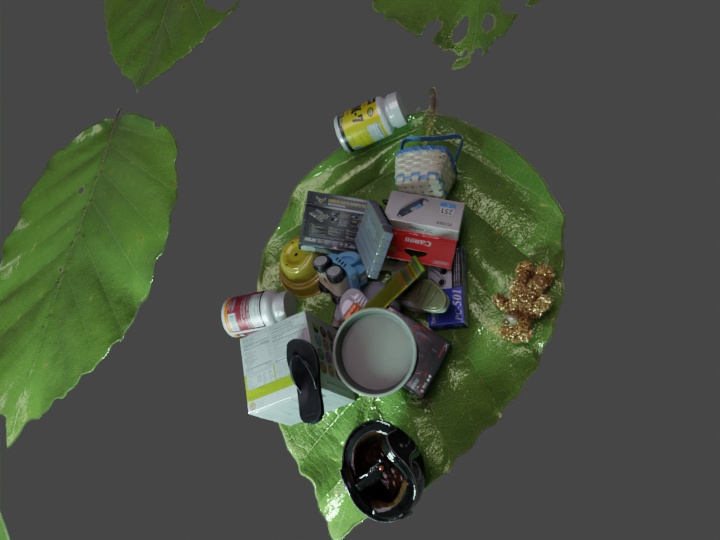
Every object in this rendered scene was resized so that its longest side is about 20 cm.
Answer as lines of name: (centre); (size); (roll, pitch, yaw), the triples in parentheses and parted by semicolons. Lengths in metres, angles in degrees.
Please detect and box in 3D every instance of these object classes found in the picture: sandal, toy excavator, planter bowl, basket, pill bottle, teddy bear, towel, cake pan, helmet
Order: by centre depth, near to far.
helmet: (0.050, 0.439, 1.355); (0.196, 0.191, 0.205); (0, 96, 3)
sandal: (-0.124, 0.241, 1.374); (0.075, 0.043, 0.203); (-26, 61, 14)
cake pan: (0.034, 0.189, 1.415); (0.196, 0.037, 0.205); (-1, 81, 10)
teddy bear: (0.377, 0.067, 1.416); (0.144, 0.067, 0.201); (36, 87, 36)
towel: (0.074, 0.049, 1.477); (0.200, 0.018, 0.086); (-45, 19, 7)
sandal: (0.023, 0.141, 1.552); (0.079, 0.059, 0.207); (-40, 80, -3)
toy excavator: (0.000, 0.000, 1.609); (0.198, 0.101, 0.194); (-33, 44, -21)
basket: (0.173, -0.281, 1.622); (0.173, 0.139, 0.203); (2, 61, 26)
pill bottle: (-0.278, 0.116, 1.700); (0.196, 0.113, 0.115); (-11, 65, 21)
planter bowl: (-0.164, -0.032, 1.721); (0.197, 0.083, 0.204); (-10, 66, 23)
pill bottle: (0.032, -0.432, 1.771); (0.197, 0.114, 0.116); (-20, 61, 18)

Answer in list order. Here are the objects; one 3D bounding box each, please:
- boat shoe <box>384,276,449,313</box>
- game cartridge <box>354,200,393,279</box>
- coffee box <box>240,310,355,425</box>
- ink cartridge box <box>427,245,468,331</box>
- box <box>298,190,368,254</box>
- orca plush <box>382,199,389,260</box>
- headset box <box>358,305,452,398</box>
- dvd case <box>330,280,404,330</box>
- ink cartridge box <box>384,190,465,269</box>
boat shoe: (0.147, 0.065, 1.483); (0.199, 0.068, 0.075); (20, 74, 49)
game cartridge: (0.033, -0.083, 1.527); (0.201, 0.038, 0.131); (-111, 41, -60)
coffee box: (-0.158, 0.249, 1.532); (0.197, 0.199, 0.201); (-24, 61, 16)
ink cartridge box: (0.217, 0.044, 1.519); (0.092, 0.044, 0.204); (-9, 66, 25)
box: (-0.063, -0.124, 1.676); (0.196, 0.048, 0.162); (8, 70, -3)
orca plush: (0.058, -0.102, 1.632); (0.070, 0.104, 0.203); (-25, 51, 36)
headset box: (0.100, 0.190, 1.464); (0.198, 0.075, 0.150); (30, 84, 12)
dvd case: (0.023, 0.098, 1.611); (0.197, 0.018, 0.145); (5, 71, 28)
ink cartridge box: (0.151, -0.105, 1.537); (0.196, 0.045, 0.179); (11, 60, 12)
